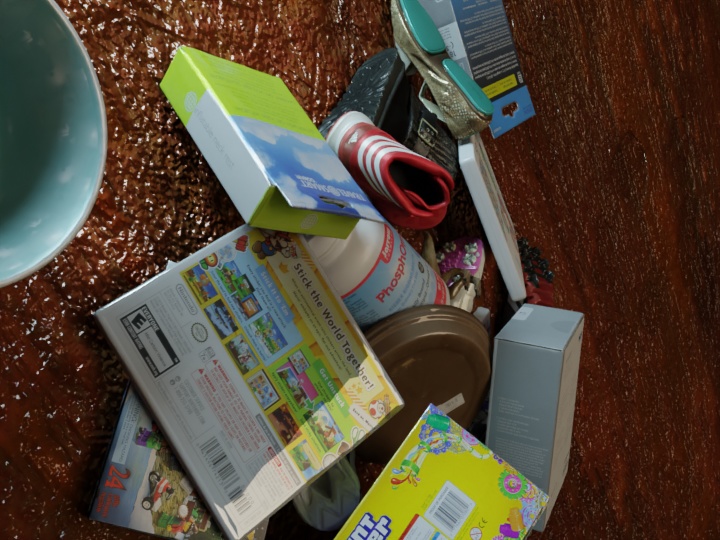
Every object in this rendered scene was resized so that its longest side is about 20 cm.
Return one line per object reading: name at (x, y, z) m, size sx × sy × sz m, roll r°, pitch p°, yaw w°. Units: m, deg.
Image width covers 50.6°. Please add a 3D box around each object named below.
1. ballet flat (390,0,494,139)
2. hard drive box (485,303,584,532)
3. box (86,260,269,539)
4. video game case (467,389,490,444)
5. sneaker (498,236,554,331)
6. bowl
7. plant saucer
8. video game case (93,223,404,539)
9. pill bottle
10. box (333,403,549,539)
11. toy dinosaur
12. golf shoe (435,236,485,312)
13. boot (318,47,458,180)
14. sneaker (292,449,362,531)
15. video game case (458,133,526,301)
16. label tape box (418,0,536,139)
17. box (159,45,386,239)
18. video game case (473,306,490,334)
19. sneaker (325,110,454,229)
ballet flat at (0.082, -0.243, 0.917) m, size 0.070 × 0.065 × 0.203 m, roll -17°, pitch 71°, yaw -49°
hard drive box at (0.197, 0.158, 0.863) m, size 0.155 × 0.075 × 0.206 m, roll -23°, pitch 119°, yaw -64°
box at (-0.123, 0.111, 0.616) m, size 0.133 × 0.038 × 0.205 m, roll 19°, pitch 70°, yaw -17°
video game case at (0.174, 0.236, 0.978) m, size 0.181 × 0.035 × 0.205 m, roll -42°, pitch 133°, yaw -46°
sneaker at (0.234, 0.051, 1.086) m, size 0.070 × 0.098 × 0.205 m, roll 17°, pitch 50°, yaw -35°
bowl at (-0.265, -0.086, 0.454) m, size 0.198 × 0.103 × 0.207 m, roll 8°, pitch 80°, yaw -50°
plant saucer at (0.057, 0.127, 0.791) m, size 0.195 × 0.030 × 0.205 m, roll -12°, pitch 125°, yaw -18°
video game case at (-0.082, 0.075, 0.609) m, size 0.180 × 0.023 × 0.203 m, roll -32°, pitch 89°, yaw -27°
pill bottle at (0.000, 0.000, 0.768) m, size 0.200 × 0.107 × 0.111 m, roll 42°, pitch 56°, yaw -40°
box at (0.043, 0.254, 0.654) m, size 0.201 × 0.121 × 0.194 m, roll -50°, pitch 164°, yaw -20°
toy dinosaur at (0.082, 0.019, 0.862) m, size 0.059 × 0.099 × 0.204 m, roll 56°, pitch 39°, yaw -48°
golf shoe at (0.104, 0.051, 0.932) m, size 0.202 × 0.074 × 0.092 m, roll -60°, pitch 140°, yaw -27°
boot at (0.036, -0.126, 0.847) m, size 0.159 × 0.078 × 0.214 m, roll 54°, pitch 48°, yaw -33°
sneaker at (-0.058, 0.146, 0.719) m, size 0.078 × 0.130 × 0.201 m, roll -31°, pitch 73°, yaw -10°
video game case at (0.169, -0.090, 0.994) m, size 0.183 × 0.023 × 0.203 m, roll -79°, pitch 148°, yaw -60°
label tape box at (0.151, -0.281, 1.008) m, size 0.143 × 0.062 × 0.205 m, roll -32°, pitch 107°, yaw -48°
box at (-0.075, -0.100, 0.644) m, size 0.120 × 0.048 × 0.202 m, roll 5°, pitch 43°, yaw -50°
video game case at (0.125, 0.167, 0.927) m, size 0.143 × 0.018 × 0.204 m, roll -45°, pitch 139°, yaw -41°
sneaker at (0.052, -0.068, 0.741) m, size 0.079 × 0.115 × 0.198 m, roll -55°, pitch 142°, yaw 8°
